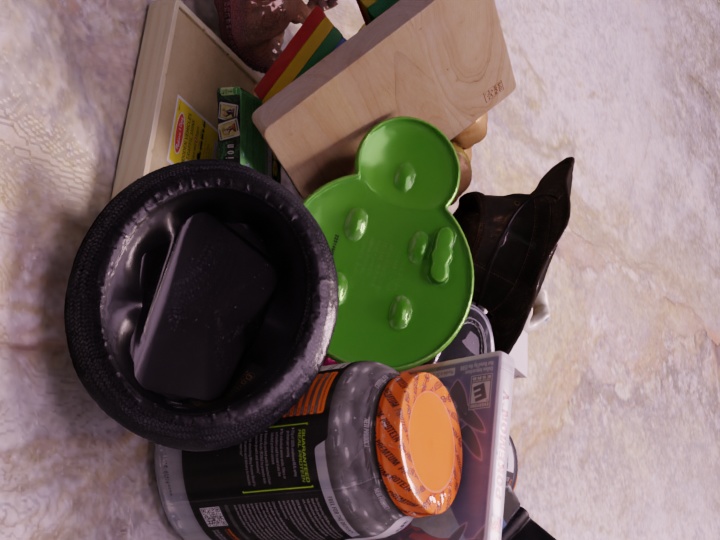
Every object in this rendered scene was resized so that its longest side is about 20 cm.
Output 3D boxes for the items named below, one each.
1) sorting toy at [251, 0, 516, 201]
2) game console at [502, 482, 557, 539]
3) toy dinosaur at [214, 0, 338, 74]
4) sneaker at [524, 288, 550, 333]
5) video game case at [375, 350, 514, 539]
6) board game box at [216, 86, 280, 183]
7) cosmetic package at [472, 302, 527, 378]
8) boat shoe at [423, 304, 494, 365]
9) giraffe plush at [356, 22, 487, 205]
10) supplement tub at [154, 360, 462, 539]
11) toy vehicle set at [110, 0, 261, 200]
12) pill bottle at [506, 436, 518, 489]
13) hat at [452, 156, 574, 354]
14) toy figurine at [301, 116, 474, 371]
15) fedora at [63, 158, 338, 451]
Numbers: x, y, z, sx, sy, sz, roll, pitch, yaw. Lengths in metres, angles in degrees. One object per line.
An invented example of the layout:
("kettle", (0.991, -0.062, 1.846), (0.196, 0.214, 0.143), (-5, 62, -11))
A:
("sorting toy", (0.011, -0.148, 1.194), (0.070, 0.198, 0.200), (52, -2, 23))
("game console", (0.085, 0.262, 1.225), (0.200, 0.170, 0.119), (-44, 155, -18))
("toy dinosaur", (-0.089, -0.223, 1.229), (0.135, 0.085, 0.203), (-37, 120, -57))
("sneaker", (0.120, 0.020, 1.529), (0.199, 0.080, 0.077), (24, 50, -59))
("video game case", (0.022, 0.161, 1.144), (0.023, 0.198, 0.184), (31, 57, -42))
("board game box", (-0.084, -0.030, 1.180), (0.105, 0.023, 0.203), (16, 73, -73))
("cosmetic package", (0.076, 0.045, 1.406), (0.200, 0.082, 0.051), (41, 48, -51))
("boat shoe", (0.064, 0.115, 1.196), (0.071, 0.068, 0.202), (25, 71, -11))
("giraffe plush", (0.035, -0.117, 1.387), (0.201, 0.172, 0.162), (53, 9, 22))
("supplement tub", (-0.036, 0.131, 1.098), (0.122, 0.198, 0.124), (24, 62, -57))
("toy vehicle set", (-0.129, -0.088, 1.171), (0.124, 0.026, 0.202), (42, 47, -49))
("pill bottle", (0.074, 0.166, 1.362), (0.200, 0.105, 0.108), (31, 55, -61))
("hat", (0.110, -0.021, 1.312), (0.201, 0.080, 0.203), (-159, -90, -85))
("toy figurine", (0.000, 0.000, 1.231), (0.184, 0.148, 0.202), (131, -23, -70))
("fedora", (-0.113, 0.029, 1.066), (0.198, 0.092, 0.203), (5, 73, -17))
